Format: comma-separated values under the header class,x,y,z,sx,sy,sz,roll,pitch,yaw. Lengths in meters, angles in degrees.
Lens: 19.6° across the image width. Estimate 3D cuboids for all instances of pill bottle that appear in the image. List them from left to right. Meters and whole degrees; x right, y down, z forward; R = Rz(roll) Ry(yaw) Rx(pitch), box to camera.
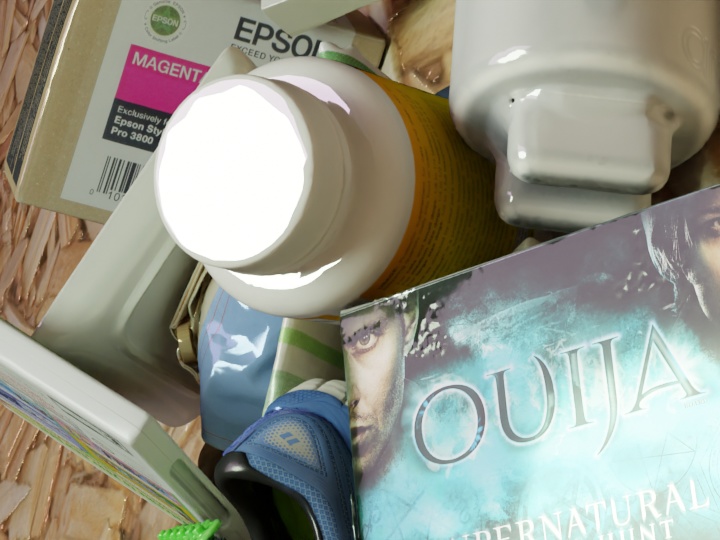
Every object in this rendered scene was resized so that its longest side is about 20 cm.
class,x,y,z,sx,sy,sz,roll,pitch,yaw
pill bottle,-0.002,-0.031,0.908,0.109,0.200,0.110,-3,83,29

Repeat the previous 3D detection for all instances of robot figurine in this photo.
class,x,y,z,sx,sy,sz,roll,pitch,yaw
robot figurine,0.097,-0.116,0.888,0.170,0.112,0.201,109,167,-66

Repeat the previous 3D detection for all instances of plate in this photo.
class,x,y,z,sx,sy,sz,roll,pitch,yaw
plate,-0.084,-0.007,1.214,0.200,0.032,0.200,-57,-26,-5

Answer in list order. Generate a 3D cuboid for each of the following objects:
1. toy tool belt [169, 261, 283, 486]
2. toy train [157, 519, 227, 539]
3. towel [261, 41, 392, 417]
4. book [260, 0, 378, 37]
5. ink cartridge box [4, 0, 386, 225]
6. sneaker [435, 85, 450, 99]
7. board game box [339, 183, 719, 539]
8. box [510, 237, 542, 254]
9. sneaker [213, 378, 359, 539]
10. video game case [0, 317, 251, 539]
class,x,y,z,sx,sy,sz,roll,pitch,yaw
toy tool belt,-0.045,0.055,1.153,0.123,0.124,0.201,-116,42,-74
toy train,-0.094,0.166,1.117,0.056,0.042,0.200,-48,4,-14
towel,0.000,0.000,1.068,0.023,0.152,0.201,4,77,26
book,0.006,-0.252,1.266,0.133,0.048,0.201,-17,54,30
ink cartridge box,-0.105,-0.103,1.311,0.075,0.199,0.166,-125,51,-65
sneaker,0.044,-0.001,1.021,0.082,0.070,0.201,158,121,-65
board game box,0.079,0.055,0.784,0.199,0.028,0.136,-20,67,36
box,0.045,0.078,0.924,0.200,0.068,0.083,-46,24,46
sneaker,-0.002,0.150,0.867,0.078,0.089,0.201,-33,85,47
video game case,-0.160,0.076,1.153,0.022,0.199,0.182,-54,-29,-14
